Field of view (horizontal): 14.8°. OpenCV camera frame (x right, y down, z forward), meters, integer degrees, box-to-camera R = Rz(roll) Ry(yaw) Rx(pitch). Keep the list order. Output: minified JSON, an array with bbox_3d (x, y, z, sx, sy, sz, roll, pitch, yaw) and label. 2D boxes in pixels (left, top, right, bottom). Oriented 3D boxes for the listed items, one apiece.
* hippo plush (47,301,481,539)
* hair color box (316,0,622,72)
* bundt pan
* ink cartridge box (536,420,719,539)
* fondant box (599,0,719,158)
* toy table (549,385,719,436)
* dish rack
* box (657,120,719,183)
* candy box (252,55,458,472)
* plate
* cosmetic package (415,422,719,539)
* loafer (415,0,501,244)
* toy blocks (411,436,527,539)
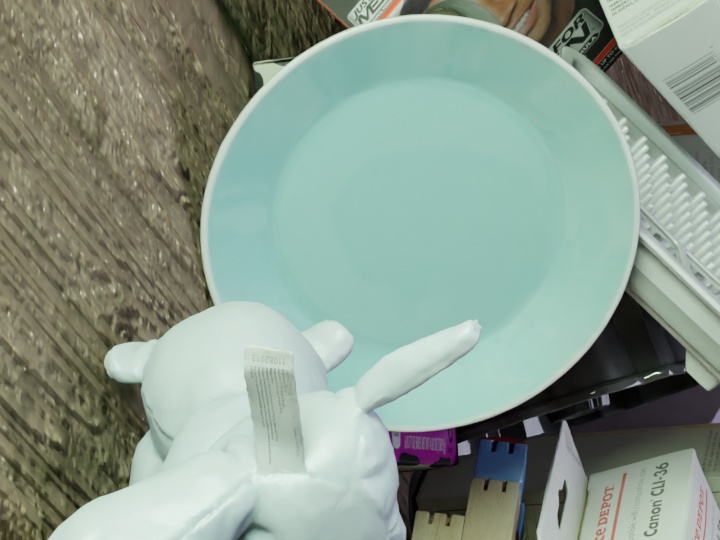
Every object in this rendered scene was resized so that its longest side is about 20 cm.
[{"bbox_3d":[-0.060,0.081,1.072,0.161,0.159,0.200,-126,-146,-56],"label":"hippo plush"},{"bbox_3d":[0.061,-0.137,1.413,0.061,0.102,0.200,45,9,31],"label":"hair color box"},{"bbox_3d":[0.109,0.043,1.506,0.202,0.202,0.076,10,62,-74],"label":"bundt pan"},{"bbox_3d":[0.163,0.180,1.473,0.200,0.067,0.117,63,23,-25],"label":"ink cartridge box"},{"bbox_3d":[0.160,-0.163,1.445,0.144,0.058,0.200,40,26,-47],"label":"fondant box"},{"bbox_3d":[0.193,0.077,1.687,0.117,0.200,0.184,31,12,-50],"label":"toy table"},{"bbox_3d":[0.146,-0.019,1.377,0.172,0.044,0.200,42,20,-12],"label":"dish rack"},{"bbox_3d":[0.197,-0.042,1.836,0.152,0.200,0.106,-28,113,-73],"label":"box"},{"bbox_3d":[0.000,0.000,1.382,0.136,0.061,0.200,14,71,-73],"label":"candy box"},{"bbox_3d":[0.027,-0.022,1.257,0.026,0.200,0.200,-108,-174,-69],"label":"plate"},{"bbox_3d":[0.142,0.150,1.580,0.073,0.200,0.104,-61,144,-63],"label":"cosmetic package"},{"bbox_3d":[0.036,-0.025,1.315,0.070,0.075,0.200,-18,105,-38],"label":"loafer"},{"bbox_3d":[0.054,0.178,1.441,0.200,0.100,0.137,88,11,-47],"label":"toy blocks"}]
